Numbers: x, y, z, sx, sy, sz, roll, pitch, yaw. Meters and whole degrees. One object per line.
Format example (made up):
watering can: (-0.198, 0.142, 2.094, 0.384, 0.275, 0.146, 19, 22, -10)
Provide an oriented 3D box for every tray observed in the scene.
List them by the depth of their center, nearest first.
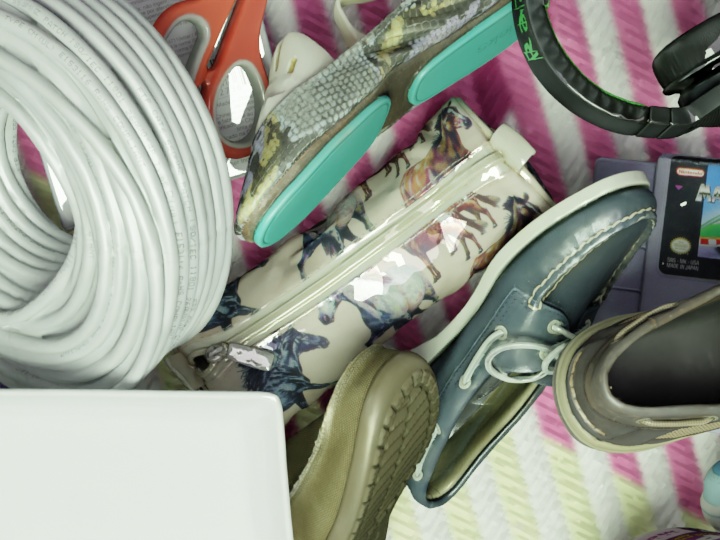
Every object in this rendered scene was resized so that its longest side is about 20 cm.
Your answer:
tray: (-0.127, 0.096, 0.932, 0.198, 0.022, 0.108, 0, 116, 9)

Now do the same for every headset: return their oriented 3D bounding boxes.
headset: (0.166, -0.119, 0.970, 0.198, 0.094, 0.125, 1, 79, -8)

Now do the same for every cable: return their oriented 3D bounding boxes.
cable: (-0.145, -0.039, 0.936, 0.199, 0.069, 0.201, 9, 118, 37)

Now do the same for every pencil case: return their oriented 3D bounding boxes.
pencil case: (0.000, 0.000, 0.994, 0.200, 0.089, 0.078, -37, 91, 6)

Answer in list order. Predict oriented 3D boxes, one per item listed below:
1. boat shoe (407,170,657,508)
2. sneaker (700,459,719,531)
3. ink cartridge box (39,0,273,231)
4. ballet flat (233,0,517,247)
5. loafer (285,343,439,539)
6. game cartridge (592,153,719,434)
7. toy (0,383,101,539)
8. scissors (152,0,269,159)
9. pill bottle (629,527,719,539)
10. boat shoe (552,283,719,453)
boat shoe: (0.076, 0.035, 0.986, 0.200, 0.075, 0.062, -46, 59, 27)
sneaker: (0.240, 0.038, 1.027, 0.199, 0.080, 0.131, -26, 106, -6)
ink cartridge box: (-0.111, -0.132, 0.979, 0.118, 0.042, 0.201, -16, 108, -1)
ballet flat: (0.000, -0.090, 0.958, 0.200, 0.072, 0.072, -41, 105, -24)
loafer: (-0.019, 0.103, 0.993, 0.067, 0.076, 0.201, 32, 136, 13)
game cartridge: (0.200, 0.016, 0.987, 0.199, 0.038, 0.131, 7, 95, 21)
toy: (-0.149, 0.095, 1.010, 0.200, 0.115, 0.047, 48, 70, -11)
scissors: (-0.052, -0.146, 0.956, 0.073, 0.014, 0.201, 16, 89, -30)
pill bottle: (0.165, 0.178, 0.986, 0.111, 0.200, 0.113, 1, 87, -18)
boat shoe: (0.183, 0.032, 0.911, 0.199, 0.073, 0.075, -22, 89, -7)
